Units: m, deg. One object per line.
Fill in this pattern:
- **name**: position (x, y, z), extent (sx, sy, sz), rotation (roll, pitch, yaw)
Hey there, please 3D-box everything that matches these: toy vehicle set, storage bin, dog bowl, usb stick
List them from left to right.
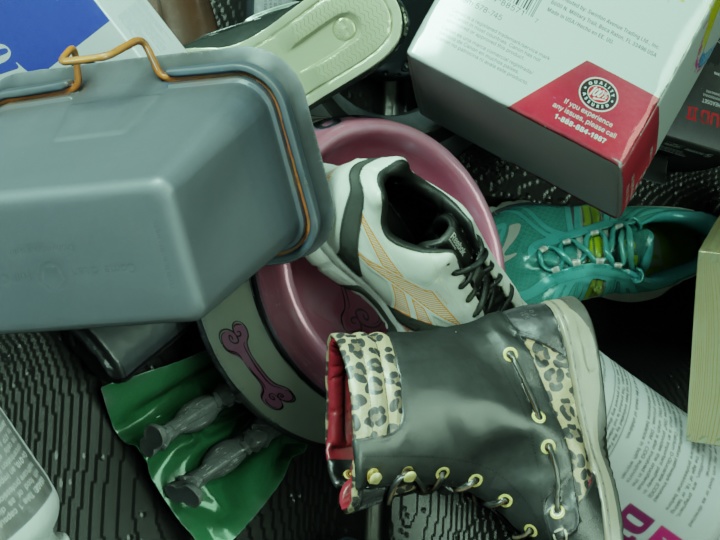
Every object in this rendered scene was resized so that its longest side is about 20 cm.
- **storage bin**: position (-0.136, -0.040, 1.551), extent (0.134, 0.199, 0.146), rotation (-51, 132, -58)
- **usb stick**: position (-0.092, -0.007, 1.703), extent (0.200, 0.033, 0.055), rotation (-40, 86, -29)
- **dog bowl**: position (0.000, 0.000, 1.687), extent (0.200, 0.074, 0.201), rotation (9, 74, -35)
- **toy vehicle set**: position (0.240, 0.015, 1.817), extent (0.200, 0.026, 0.125), rotation (-47, 142, -64)

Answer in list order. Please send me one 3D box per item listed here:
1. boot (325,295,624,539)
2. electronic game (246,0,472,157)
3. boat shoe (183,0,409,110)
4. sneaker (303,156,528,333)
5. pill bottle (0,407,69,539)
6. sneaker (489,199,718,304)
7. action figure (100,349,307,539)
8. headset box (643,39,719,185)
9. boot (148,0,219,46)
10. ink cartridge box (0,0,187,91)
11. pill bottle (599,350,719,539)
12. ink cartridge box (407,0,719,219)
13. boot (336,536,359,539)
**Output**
- **boot**: position (0.061, 0.117, 1.581), extent (0.150, 0.073, 0.201), rotation (-3, 86, -17)
- **electronic game**: position (0.017, -0.156, 1.784), extent (0.200, 0.042, 0.201), rotation (-2, 94, -34)
- **boat shoe**: position (-0.063, -0.109, 1.680), extent (0.200, 0.068, 0.072), rotation (-25, 94, 9)
- **sneaker**: position (0.048, 0.009, 1.625), extent (0.200, 0.080, 0.074), rotation (39, 57, -25)
- **pill bottle**: position (-0.233, 0.115, 1.557), extent (0.114, 0.114, 0.200), rotation (-39, 104, -29)
- **sneaker**: position (0.145, -0.014, 1.824), extent (0.200, 0.080, 0.078), rotation (-10, 89, -31)
- **action figure**: position (-0.045, 0.068, 1.717), extent (0.200, 0.055, 0.118), rotation (-35, 100, -34)
- **headset box**: position (0.181, -0.156, 1.857), extent (0.148, 0.075, 0.201), rotation (14, 77, -38)
- **boot**: position (-0.171, -0.200, 1.667), extent (0.186, 0.064, 0.201), rotation (-11, 94, -33)
- **ink cartridge box**: position (-0.154, -0.116, 1.627), extent (0.200, 0.094, 0.044), rotation (52, 34, -7)
- **pill bottle**: position (0.161, 0.127, 1.796), extent (0.200, 0.113, 0.114), rotation (35, 68, -23)
- **ink cartridge box**: position (0.139, -0.162, 1.710), extent (0.145, 0.145, 0.200), rotation (29, 83, 10)
- **boot**: position (0.040, 0.266, 1.726), extent (0.168, 0.076, 0.201), rotation (12, 71, -33)
